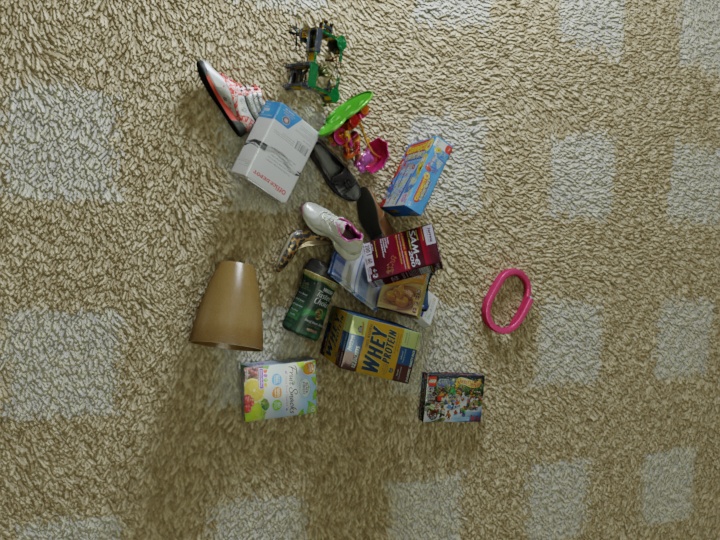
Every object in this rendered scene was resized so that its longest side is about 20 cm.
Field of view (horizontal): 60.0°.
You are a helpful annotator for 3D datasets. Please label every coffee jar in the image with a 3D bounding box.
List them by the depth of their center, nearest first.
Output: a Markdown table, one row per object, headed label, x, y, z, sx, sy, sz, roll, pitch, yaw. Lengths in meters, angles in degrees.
| label | x | y | z | sx | sy | sz | roll | pitch | yaw |
| --- | --- | --- | --- | --- | --- | --- | --- | --- | --- |
| coffee jar | -0.125 | 0.075 | 1.644 | 0.103 | 0.084 | 0.205 | 24 | 86 | -41 |

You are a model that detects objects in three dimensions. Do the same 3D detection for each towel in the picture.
| label | x | y | z | sx | sy | sz | roll | pitch | yaw |
| --- | --- | --- | --- | --- | --- | --- | --- | --- | --- |
| towel | 0.000 | 0.000 | 1.673 | 0.199 | 0.023 | 0.150 | 38 | 55 | -33 |

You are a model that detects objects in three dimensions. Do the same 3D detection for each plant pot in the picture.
| label | x | y | z | sx | sy | sz | roll | pitch | yaw |
| --- | --- | --- | --- | --- | --- | --- | --- | --- | --- |
| plant pot | -0.320 | 0.088 | 1.545 | 0.181 | 0.186 | 0.207 | 10 | 76 | -20 |

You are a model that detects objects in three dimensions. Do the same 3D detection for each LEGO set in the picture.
| label | x | y | z | sx | sy | sz | roll | pitch | yaw |
| --- | --- | --- | --- | --- | --- | --- | --- | --- | --- |
| LEGO set | -0.125 | -0.530 | 1.608 | 0.152 | 0.114 | 0.207 | -5 | 101 | -49 |

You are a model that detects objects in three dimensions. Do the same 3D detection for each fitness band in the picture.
| label | x | y | z | sx | sy | sz | roll | pitch | yaw |
| --- | --- | --- | --- | --- | --- | --- | --- | --- | --- |
| fitness band | 0.448 | 0.094 | 1.891 | 0.142 | 0.037 | 0.203 | 34 | 81 | -19 |

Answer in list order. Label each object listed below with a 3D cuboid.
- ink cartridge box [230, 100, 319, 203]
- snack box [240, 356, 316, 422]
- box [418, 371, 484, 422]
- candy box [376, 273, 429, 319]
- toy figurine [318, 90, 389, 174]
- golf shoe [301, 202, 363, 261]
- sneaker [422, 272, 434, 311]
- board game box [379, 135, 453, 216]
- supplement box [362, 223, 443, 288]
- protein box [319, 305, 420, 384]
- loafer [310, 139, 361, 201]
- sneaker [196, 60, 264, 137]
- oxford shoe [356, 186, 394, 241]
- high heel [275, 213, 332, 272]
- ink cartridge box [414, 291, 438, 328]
| label | x | y | z | sx | sy | sz | roll | pitch | yaw |
| --- | --- | --- | --- | --- | --- | --- | --- | --- | --- |
| ink cartridge box | -0.212 | -0.295 | 1.562 | 0.143 | 0.083 | 0.204 | 31 | 84 | -43 |
| snack box | -0.216 | 0.312 | 1.652 | 0.194 | 0.053 | 0.147 | -3 | 96 | -20 |
| box | 0.271 | 0.375 | 1.847 | 0.194 | 0.038 | 0.141 | 4 | 93 | -21 |
| candy box | 0.123 | 0.016 | 1.657 | 0.112 | 0.055 | 0.206 | 11 | 78 | 17 |
| toy figurine | 0.000 | -0.334 | 1.633 | 0.186 | 0.148 | 0.201 | 57 | 50 | -25 |
| golf shoe | -0.067 | -0.117 | 1.593 | 0.199 | 0.092 | 0.075 | 39 | 57 | 6 |
| sneaker | 0.165 | 0.011 | 1.709 | 0.078 | 0.088 | 0.206 | 19 | 59 | -50 |
| board game box | 0.145 | -0.246 | 1.663 | 0.055 | 0.199 | 0.200 | 27 | 85 | -18 |
| supplement box | 0.107 | -0.037 | 1.614 | 0.194 | 0.061 | 0.112 | -16 | 69 | 9 |
| protein box | 0.022 | 0.193 | 1.654 | 0.195 | 0.198 | 0.139 | 15 | 89 | -20 |
| loafer | -0.069 | -0.263 | 1.646 | 0.072 | 0.063 | 0.201 | -41 | 101 | -4 |
| sneaker | -0.313 | -0.448 | 1.548 | 0.107 | 0.067 | 0.204 | -37 | 109 | -15 |
| oxford shoe | 0.046 | -0.137 | 1.718 | 0.071 | 0.070 | 0.205 | -30 | 104 | -45 |
| high heel | -0.128 | -0.054 | 1.642 | 0.141 | 0.071 | 0.203 | 34 | 74 | -13 |
| ink cartridge box | 0.133 | 0.064 | 1.752 | 0.199 | 0.037 | 0.096 | 41 | 53 | -20 |
